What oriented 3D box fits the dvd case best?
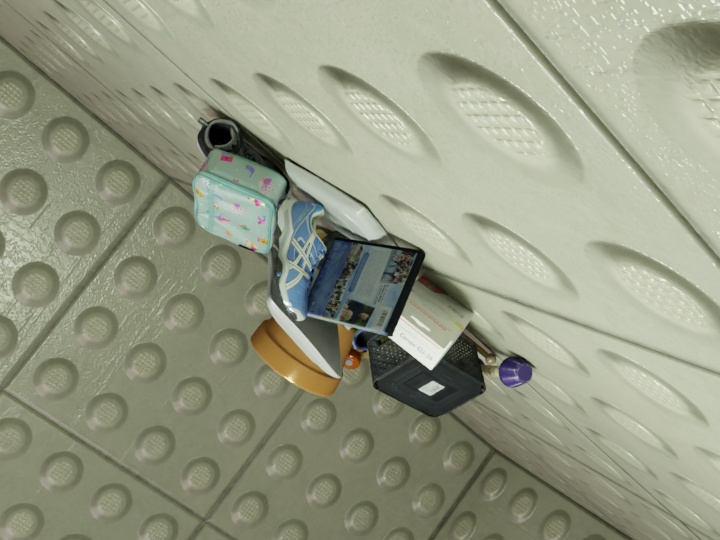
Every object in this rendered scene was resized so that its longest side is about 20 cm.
[{"bbox_3d":[0.002,0.022,1.455,0.199,0.144,0.018,10,161,45],"label":"dvd case"}]

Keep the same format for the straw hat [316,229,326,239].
[{"bbox_3d":[-0.097,0.017,1.922,0.085,0.203,0.201,27,179,-28],"label":"straw hat"}]

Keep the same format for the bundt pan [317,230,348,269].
[{"bbox_3d":[0.000,0.000,1.669,0.201,0.076,0.202,40,-174,-5],"label":"bundt pan"}]

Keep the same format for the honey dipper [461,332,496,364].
[{"bbox_3d":[0.199,0.129,1.767,0.200,0.038,0.038,40,173,-30],"label":"honey dipper"}]

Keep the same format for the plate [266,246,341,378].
[{"bbox_3d":[-0.105,0.076,1.585,0.200,0.032,0.201,50,-166,-24],"label":"plate"}]

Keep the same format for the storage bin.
[{"bbox_3d":[0.121,0.177,1.668,0.199,0.135,0.094,32,-144,-38],"label":"storage bin"}]

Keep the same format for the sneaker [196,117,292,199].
[{"bbox_3d":[-0.205,-0.193,1.574,0.199,0.076,0.114,36,171,3],"label":"sneaker"}]

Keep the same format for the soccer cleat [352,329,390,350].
[{"bbox_3d":[0.075,0.116,1.697,0.198,0.084,0.065,-13,106,28],"label":"soccer cleat"}]

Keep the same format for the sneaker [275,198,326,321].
[{"bbox_3d":[-0.095,-0.019,1.480,0.076,0.202,0.076,-2,176,5],"label":"sneaker"}]

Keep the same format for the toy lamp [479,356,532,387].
[{"bbox_3d":[0.256,0.187,1.698,0.058,0.058,0.200,39,164,-15],"label":"toy lamp"}]

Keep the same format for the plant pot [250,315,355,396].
[{"bbox_3d":[-0.097,0.130,1.790,0.199,0.141,0.200,34,-171,-6],"label":"plant pot"}]

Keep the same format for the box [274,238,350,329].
[{"bbox_3d":[-0.089,0.010,1.700,0.200,0.036,0.144,53,176,-39],"label":"box"}]

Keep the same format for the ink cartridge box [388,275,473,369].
[{"bbox_3d":[0.104,0.088,1.502,0.116,0.068,0.200,37,-158,9],"label":"ink cartridge box"}]

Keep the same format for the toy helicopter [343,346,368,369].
[{"bbox_3d":[0.045,0.138,1.855,0.198,0.079,0.133,7,133,13],"label":"toy helicopter"}]

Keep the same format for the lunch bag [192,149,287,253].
[{"bbox_3d":[-0.212,-0.115,1.563,0.159,0.078,0.200,21,152,1],"label":"lunch bag"}]

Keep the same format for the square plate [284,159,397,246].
[{"bbox_3d":[-0.028,-0.091,1.527,0.197,0.029,0.200,33,171,34],"label":"square plate"}]
